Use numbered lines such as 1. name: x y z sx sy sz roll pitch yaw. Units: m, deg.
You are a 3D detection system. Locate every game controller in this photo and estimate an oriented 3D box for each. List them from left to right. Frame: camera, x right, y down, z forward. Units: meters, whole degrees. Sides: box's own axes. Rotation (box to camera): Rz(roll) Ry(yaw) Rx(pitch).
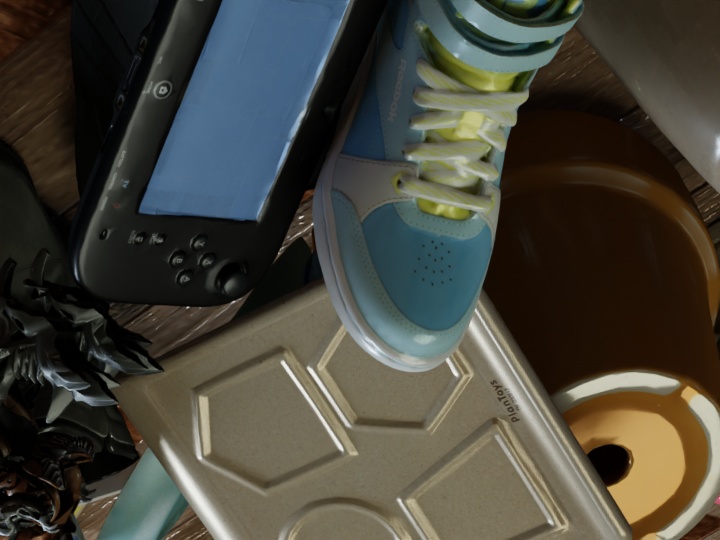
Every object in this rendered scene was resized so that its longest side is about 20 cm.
1. game controller: -0.050 -0.073 0.875 0.104 0.042 0.201 -3 125 -49

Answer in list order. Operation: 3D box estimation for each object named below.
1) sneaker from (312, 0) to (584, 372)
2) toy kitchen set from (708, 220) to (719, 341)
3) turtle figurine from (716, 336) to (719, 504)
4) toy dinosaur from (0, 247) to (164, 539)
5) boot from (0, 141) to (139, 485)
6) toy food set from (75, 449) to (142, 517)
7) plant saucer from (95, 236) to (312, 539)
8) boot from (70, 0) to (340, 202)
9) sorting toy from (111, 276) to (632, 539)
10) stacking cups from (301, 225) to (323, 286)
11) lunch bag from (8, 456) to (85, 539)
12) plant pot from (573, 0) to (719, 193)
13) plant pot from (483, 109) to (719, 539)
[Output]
1. sneaker: 0.039 -0.068 0.877 0.079 0.202 0.130 10 160 -19
2. toy kitchen set: 0.222 0.030 1.288 0.199 0.164 0.180 -35 151 24
3. turtle figurine: 0.236 0.059 1.195 0.100 0.202 0.150 2 171 -21
4. toy dinosaur: -0.165 0.067 0.928 0.135 0.102 0.200 -40 112 11
5. boot: -0.160 0.023 1.010 0.067 0.132 0.200 -26 154 10
6. toy food set: -0.219 0.182 1.314 0.143 0.061 0.200 -15 158 -37
7. plant saucer: -0.076 0.073 1.151 0.201 0.027 0.200 -56 178 -3
8. boot: -0.048 -0.091 0.963 0.153 0.074 0.204 -20 148 -24
9. sorting toy: 0.005 0.086 1.025 0.199 0.037 0.186 -23 112 25
10. stacking cups: 0.000 0.000 1.024 0.060 0.061 0.201 -15 152 -15
11. lunch bag: -0.224 0.099 1.058 0.199 0.171 0.122 8 132 -45
12. plant pot: 0.168 -0.130 0.932 0.198 0.176 0.201 -16 153 -9
13. plant pot: 0.107 0.048 1.125 0.198 0.184 0.202 -6 124 -9
